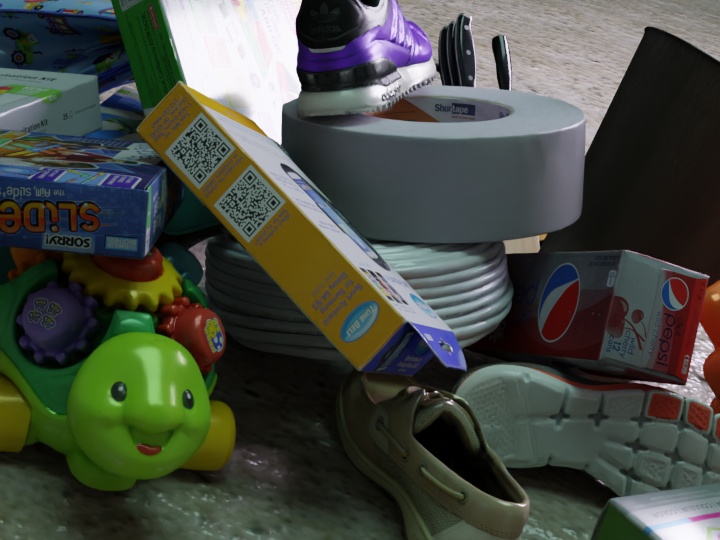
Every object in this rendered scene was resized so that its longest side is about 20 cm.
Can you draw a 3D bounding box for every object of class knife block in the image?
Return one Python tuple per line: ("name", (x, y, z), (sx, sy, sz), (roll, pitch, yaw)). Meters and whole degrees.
("knife block", (0.095, -0.096, 1.204), (0.063, 0.177, 0.200), (5, 25, -28))

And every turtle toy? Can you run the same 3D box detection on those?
("turtle toy", (-0.126, 0.043, 0.781), (0.144, 0.102, 0.200), (8, 29, -24))

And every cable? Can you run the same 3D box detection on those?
("cable", (0.000, 0.000, 0.979), (0.199, 0.070, 0.199), (12, 19, 38))

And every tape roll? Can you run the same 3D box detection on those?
("tape roll", (0.047, -0.074, 0.997), (0.198, 0.067, 0.200), (2, 16, 0))

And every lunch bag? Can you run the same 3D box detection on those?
("lunch bag", (-0.187, -0.178, 1.175), (0.198, 0.095, 0.150), (-5, 10, 27))

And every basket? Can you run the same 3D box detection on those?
("basket", (0.219, -0.043, 1.109), (0.180, 0.201, 0.136), (29, 6, -35))

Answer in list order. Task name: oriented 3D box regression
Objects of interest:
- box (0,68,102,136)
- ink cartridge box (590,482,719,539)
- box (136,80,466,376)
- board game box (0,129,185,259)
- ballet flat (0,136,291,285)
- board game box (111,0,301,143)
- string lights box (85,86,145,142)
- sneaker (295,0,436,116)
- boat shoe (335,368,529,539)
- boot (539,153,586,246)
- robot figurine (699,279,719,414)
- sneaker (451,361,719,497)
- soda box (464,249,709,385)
("box", (-0.283, -0.089, 0.974), (0.154, 0.042, 0.200), (8, 21, 26))
("ink cartridge box", (0.214, 0.188, 0.769), (0.103, 0.060, 0.200), (0, 28, -40))
("box", (-0.025, -0.011, 0.823), (0.200, 0.041, 0.119), (49, 8, 14))
("board game box", (-0.166, -0.045, 0.801), (0.134, 0.035, 0.200), (5, 10, -1))
("ballet flat", (-0.136, -0.035, 0.941), (0.198, 0.073, 0.072), (-19, 27, -2))
("board game box", (-0.085, -0.145, 1.089), (0.040, 0.155, 0.199), (-21, -8, 31))
("string lights box", (-0.158, -0.064, 1.079), (0.102, 0.059, 0.200), (20, 21, 1))
("sneaker", (0.004, -0.164, 0.995), (0.069, 0.101, 0.200), (-4, 15, 13))
("boat shoe", (0.041, 0.097, 0.842), (0.071, 0.066, 0.200), (9, 23, -22))
("boot", (0.185, -0.038, 1.305), (0.199, 0.071, 0.144), (2, 33, -32))
("robot figurine", (0.289, 0.081, 0.936), (0.201, 0.143, 0.117), (58, 8, 7))
("sneaker", (0.147, 0.092, 0.936), (0.198, 0.078, 0.082), (19, 9, -9))
("soda box", (0.136, 0.029, 0.971), (0.063, 0.071, 0.200), (15, -5, -19))
